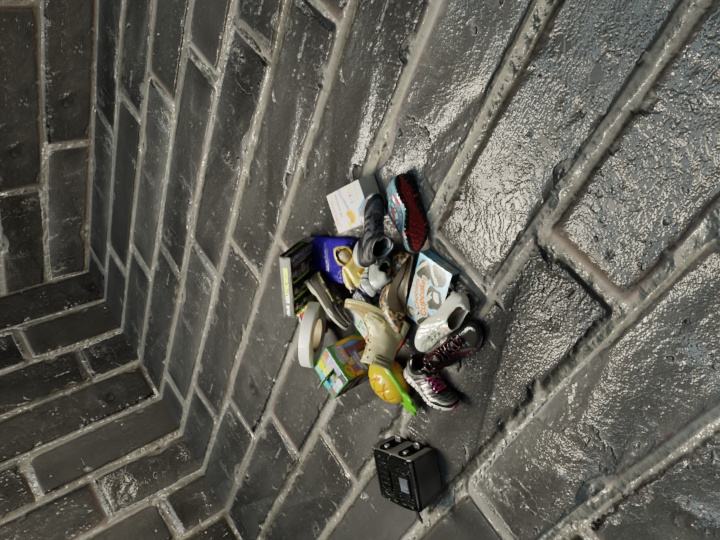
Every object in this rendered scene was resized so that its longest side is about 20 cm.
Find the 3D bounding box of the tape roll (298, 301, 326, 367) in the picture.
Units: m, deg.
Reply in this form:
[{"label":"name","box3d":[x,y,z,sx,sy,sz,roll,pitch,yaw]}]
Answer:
[{"label":"tape roll","box3d":[-0.148,0.198,1.926,0.036,0.204,0.207,8,117,10]}]

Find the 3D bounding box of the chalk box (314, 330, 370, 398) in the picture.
[{"label":"chalk box","box3d":[-0.054,0.293,1.894,0.125,0.198,0.125,54,138,18]}]

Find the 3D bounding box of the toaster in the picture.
[{"label":"toaster","box3d":[0.140,0.611,1.862,0.179,0.117,0.205,2,106,50]}]

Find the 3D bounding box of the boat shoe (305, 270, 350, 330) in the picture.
[{"label":"boat shoe","box3d":[-0.090,0.089,1.892,0.060,0.072,0.202,-40,72,3]}]

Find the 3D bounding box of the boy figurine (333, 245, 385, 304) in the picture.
[{"label":"boy figurine","box3d":[0.000,0.000,1.784,0.201,0.124,0.064,49,-179,8]}]

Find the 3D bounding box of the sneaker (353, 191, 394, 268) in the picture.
[{"label":"sneaker","box3d":[0.046,-0.105,1.614,0.113,0.074,0.205,4,81,60]}]

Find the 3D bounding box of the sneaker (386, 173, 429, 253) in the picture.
[{"label":"sneaker","box3d":[0.118,-0.145,1.621,0.095,0.078,0.205,-12,90,65]}]

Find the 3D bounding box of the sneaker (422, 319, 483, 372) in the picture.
[{"label":"sneaker","box3d":[0.228,0.209,1.590,0.076,0.114,0.201,53,139,19]}]

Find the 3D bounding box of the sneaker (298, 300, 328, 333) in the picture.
[{"label":"sneaker","box3d":[-0.173,0.129,2.071,0.200,0.076,0.086,46,130,27]}]

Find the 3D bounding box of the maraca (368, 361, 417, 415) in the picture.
[{"label":"maraca","box3d":[0.097,0.335,1.805,0.201,0.106,0.138,48,167,19]}]

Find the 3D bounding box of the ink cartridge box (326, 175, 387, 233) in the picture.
[{"label":"ink cartridge box","box3d":[-0.024,-0.179,1.764,0.198,0.067,0.118,-18,91,52]}]

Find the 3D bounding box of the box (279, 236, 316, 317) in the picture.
[{"label":"box","box3d":[-0.187,0.017,1.945,0.046,0.200,0.198,7,113,18]}]

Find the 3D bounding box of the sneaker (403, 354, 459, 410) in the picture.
[{"label":"sneaker","box3d":[0.192,0.300,1.704,0.199,0.073,0.089,38,138,40]}]

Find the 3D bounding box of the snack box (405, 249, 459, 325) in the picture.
[{"label":"snack box","box3d":[0.186,0.060,1.638,0.116,0.037,0.203,37,131,35]}]

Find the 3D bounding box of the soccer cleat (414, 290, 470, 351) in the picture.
[{"label":"soccer cleat","box3d":[0.204,0.140,1.578,0.201,0.068,0.078,-54,27,24]}]

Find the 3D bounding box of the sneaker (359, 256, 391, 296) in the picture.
[{"label":"sneaker","box3d":[0.048,-0.021,1.697,0.080,0.075,0.202,-33,36,27]}]

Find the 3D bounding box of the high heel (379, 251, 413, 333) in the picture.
[{"label":"high heel","box3d":[0.109,0.055,1.671,0.142,0.070,0.204,-40,53,54]}]

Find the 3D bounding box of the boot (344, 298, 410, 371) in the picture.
[{"label":"boot","box3d":[0.024,0.179,1.741,0.197,0.158,0.073,25,173,-4]}]

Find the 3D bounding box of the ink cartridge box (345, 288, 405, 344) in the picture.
[{"label":"ink cartridge box","box3d":[0.042,0.158,1.842,0.201,0.050,0.110,53,139,22]}]

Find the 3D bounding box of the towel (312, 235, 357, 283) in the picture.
[{"label":"towel","box3d":[-0.075,-0.027,1.905,0.198,0.049,0.151,7,112,48]}]
